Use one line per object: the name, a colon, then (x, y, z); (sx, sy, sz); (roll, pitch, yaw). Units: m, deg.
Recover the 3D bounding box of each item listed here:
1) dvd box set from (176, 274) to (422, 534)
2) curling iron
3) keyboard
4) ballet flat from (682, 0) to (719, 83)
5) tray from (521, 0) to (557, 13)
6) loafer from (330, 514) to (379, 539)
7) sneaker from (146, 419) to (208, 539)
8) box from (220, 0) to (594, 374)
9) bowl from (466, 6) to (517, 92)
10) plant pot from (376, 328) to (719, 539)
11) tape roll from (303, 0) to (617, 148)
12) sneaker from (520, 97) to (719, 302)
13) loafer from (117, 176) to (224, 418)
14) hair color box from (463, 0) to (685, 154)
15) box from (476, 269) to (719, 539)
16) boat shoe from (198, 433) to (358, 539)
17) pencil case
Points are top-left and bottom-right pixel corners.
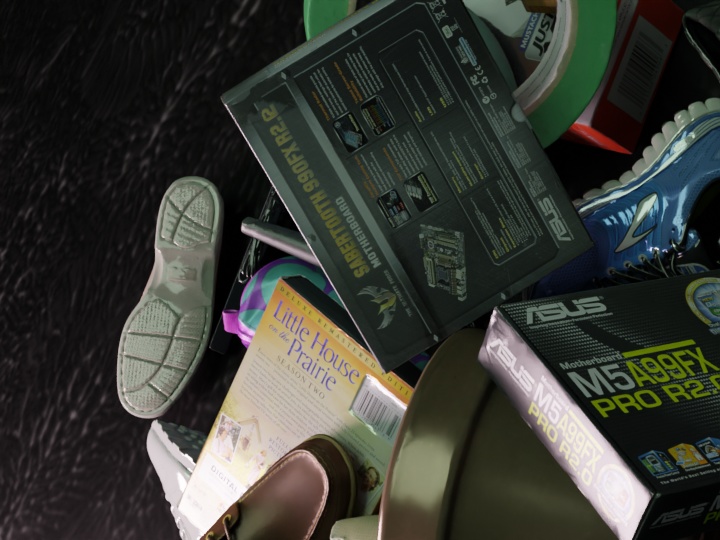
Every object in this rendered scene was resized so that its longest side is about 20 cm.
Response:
dvd box set: (-0.037, 0.126, 1.122); (0.146, 0.029, 0.201); (37, 115, 28)
curling iron: (0.000, 0.000, 1.195); (0.199, 0.050, 0.026); (26, 106, 19)
keyboard: (-0.075, -0.030, 1.289); (0.127, 0.020, 0.202); (162, 129, -84)
ballet flat: (0.240, -0.088, 1.012); (0.056, 0.067, 0.201); (-6, 51, 6)
tray: (0.156, -0.284, 1.139); (0.037, 0.099, 0.201); (9, 55, 41)
loafer: (0.003, 0.243, 1.080); (0.068, 0.076, 0.202); (19, 113, 24)
sneaker: (-0.112, 0.185, 1.244); (0.200, 0.076, 0.081); (39, 108, 44)
box: (0.030, -0.061, 1.018); (0.158, 0.201, 0.048); (-31, 13, 1)
bowl: (0.010, -0.098, 1.177); (0.200, 0.104, 0.203); (13, 108, 45)
plant pot: (0.125, 0.151, 0.998); (0.173, 0.200, 0.202); (12, 80, 23)
tape roll: (0.063, -0.163, 1.053); (0.201, 0.200, 0.048); (-51, 14, 11)
sneaker: (0.188, -0.018, 1.068); (0.200, 0.078, 0.089); (-45, 47, 16)
loafer: (-0.148, 0.025, 1.354); (0.071, 0.063, 0.202); (12, 82, 8)
hair color box: (0.123, -0.162, 1.191); (0.199, 0.064, 0.112); (18, 85, 44)
box: (0.191, 0.073, 0.951); (0.161, 0.198, 0.045); (53, 138, 40)
boat shoe: (-0.071, 0.191, 1.093); (0.072, 0.067, 0.201); (49, 120, 22)
pencil case: (-0.010, 0.071, 1.189); (0.092, 0.086, 0.200); (-26, 42, -25)
